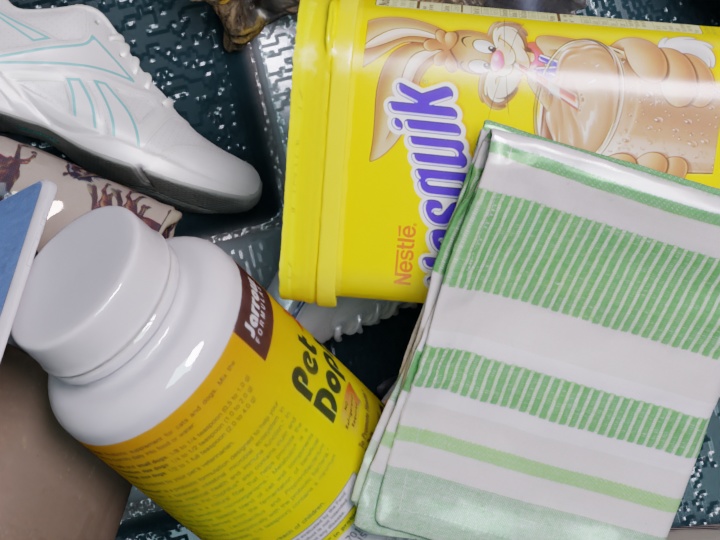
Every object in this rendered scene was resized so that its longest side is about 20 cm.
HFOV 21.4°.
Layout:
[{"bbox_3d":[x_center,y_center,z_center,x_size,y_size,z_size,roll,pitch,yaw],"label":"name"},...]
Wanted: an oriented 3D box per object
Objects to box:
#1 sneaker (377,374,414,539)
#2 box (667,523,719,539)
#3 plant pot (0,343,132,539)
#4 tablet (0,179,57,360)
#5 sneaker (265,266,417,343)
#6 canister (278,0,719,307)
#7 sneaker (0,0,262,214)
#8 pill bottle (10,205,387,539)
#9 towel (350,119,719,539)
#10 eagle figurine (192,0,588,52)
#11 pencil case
[{"bbox_3d":[0.025,0.098,1.006,0.078,0.079,0.200,45,57,-18],"label":"sneaker"},{"bbox_3d":[0.129,0.185,1.019,0.198,0.068,0.083,-2,94,-10],"label":"box"},{"bbox_3d":[-0.198,0.132,0.923,0.200,0.200,0.175,37,67,-6],"label":"plant pot"},{"bbox_3d":[-0.202,0.046,0.850,0.129,0.201,0.014,-25,125,25],"label":"tablet"},{"bbox_3d":[0.000,0.000,1.002,0.071,0.073,0.201,35,82,1],"label":"sneaker"},{"bbox_3d":[0.067,-0.052,0.890,0.198,0.087,0.150,5,110,1],"label":"canister"},{"bbox_3d":[-0.136,-0.092,0.987,0.199,0.070,0.081,26,75,-9],"label":"sneaker"},{"bbox_3d":[-0.070,0.060,0.896,0.109,0.109,0.200,-50,126,-7],"label":"pill bottle"},{"bbox_3d":[0.093,0.045,0.863,0.151,0.023,0.201,14,109,-9],"label":"towel"},{"bbox_3d":[0.017,-0.147,0.978,0.198,0.152,0.152,-6,121,9],"label":"eagle figurine"},{"bbox_3d":[-0.196,-0.028,0.969,0.199,0.078,0.090,24,93,-8],"label":"pencil case"}]
